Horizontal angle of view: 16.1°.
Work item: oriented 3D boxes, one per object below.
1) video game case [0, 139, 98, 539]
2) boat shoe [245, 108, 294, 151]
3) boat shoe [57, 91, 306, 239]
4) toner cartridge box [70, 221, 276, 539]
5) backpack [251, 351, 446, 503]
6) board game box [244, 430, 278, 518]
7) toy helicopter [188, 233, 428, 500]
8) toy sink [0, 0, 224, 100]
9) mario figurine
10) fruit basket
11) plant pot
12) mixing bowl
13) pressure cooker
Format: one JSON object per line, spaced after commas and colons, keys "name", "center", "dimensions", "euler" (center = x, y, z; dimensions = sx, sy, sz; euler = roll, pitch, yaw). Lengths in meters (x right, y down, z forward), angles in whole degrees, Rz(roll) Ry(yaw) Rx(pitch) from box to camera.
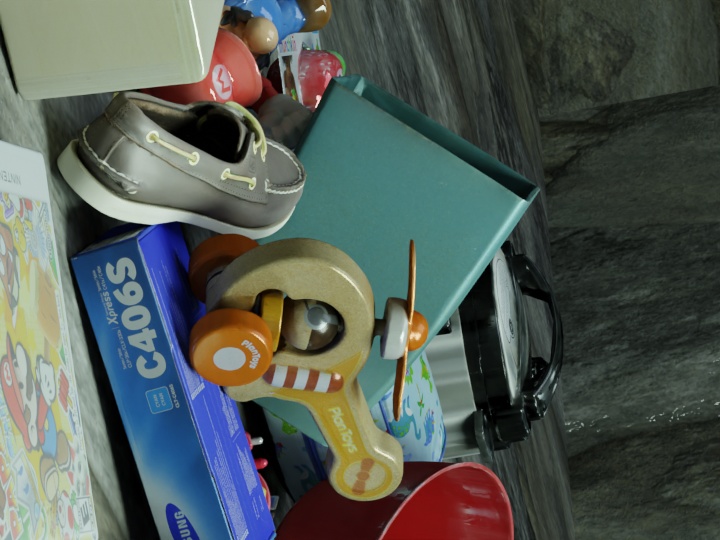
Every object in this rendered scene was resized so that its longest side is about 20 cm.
{"name": "video game case", "center": [-0.170, 0.035, 1.196], "dimensions": [0.182, 0.023, 0.202], "euler": [16, 66, -79]}
{"name": "boat shoe", "center": [-0.085, -0.074, 1.690], "dimensions": [0.062, 0.073, 0.200], "euler": [61, 15, 13]}
{"name": "boat shoe", "center": [-0.088, -0.064, 1.443], "dimensions": [0.072, 0.060, 0.199], "euler": [50, 23, 26]}
{"name": "toner cartridge box", "center": [-0.103, 0.073, 1.431], "dimensions": [0.095, 0.043, 0.201], "euler": [-48, 122, -76]}
{"name": "backpack", "center": [-0.016, 0.076, 1.777], "dimensions": [0.163, 0.152, 0.201], "euler": [-77, 169, -65]}
{"name": "board game box", "center": [-0.083, 0.128, 1.564], "dimensions": [0.200, 0.039, 0.159], "euler": [-80, 159, -64]}
{"name": "toy helicopter", "center": [-0.012, 0.057, 1.453], "dimensions": [0.079, 0.131, 0.201], "euler": [-95, 166, -48]}
{"name": "toy sink", "center": [-0.143, -0.210, 1.328], "dimensions": [0.131, 0.111, 0.201], "euler": [-85, 167, -57]}
{"name": "mario figurine", "center": [-0.065, -0.155, 1.616], "dimensions": [0.200, 0.123, 0.106], "euler": [-61, 175, -56]}
{"name": "fruit basket", "center": [-0.030, -0.104, 1.910], "dimensions": [0.185, 0.093, 0.202], "euler": [-30, 119, -80]}
{"name": "plant pot", "center": [0.000, 0.000, 1.603], "dimensions": [0.201, 0.141, 0.141], "euler": [-59, 177, 8]}
{"name": "mixing bowl", "center": [0.005, 0.208, 1.698], "dimensions": [0.200, 0.108, 0.202], "euler": [-29, 128, -46]}
{"name": "pressure cooker", "center": [0.062, 0.062, 2.016], "dimensions": [0.179, 0.198, 0.177], "euler": [-22, 103, -80]}
